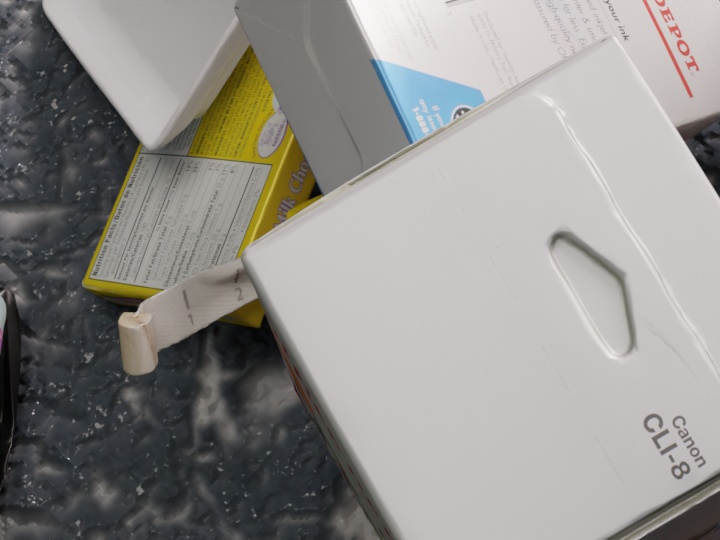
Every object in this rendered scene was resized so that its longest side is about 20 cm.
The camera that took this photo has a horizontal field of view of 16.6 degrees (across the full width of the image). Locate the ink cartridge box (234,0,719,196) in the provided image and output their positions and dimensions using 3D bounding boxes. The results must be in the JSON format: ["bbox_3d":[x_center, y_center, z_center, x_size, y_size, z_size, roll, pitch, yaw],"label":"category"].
[{"bbox_3d":[0.065,-0.087,0.961,0.199,0.068,0.116,-18,79,-36],"label":"ink cartridge box"}]

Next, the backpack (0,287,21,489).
[{"bbox_3d":[-0.219,0.054,0.991,0.166,0.127,0.201,3,56,23],"label":"backpack"}]

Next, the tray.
[{"bbox_3d":[-0.082,-0.126,1.073,0.108,0.022,0.200,-57,30,10],"label":"tray"}]

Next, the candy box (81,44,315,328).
[{"bbox_3d":[-0.044,-0.076,1.035,0.102,0.026,0.201,7,72,51],"label":"candy box"}]

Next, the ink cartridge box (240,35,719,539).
[{"bbox_3d":[0.061,0.041,0.845,0.144,0.200,0.146,-30,75,-4],"label":"ink cartridge box"}]

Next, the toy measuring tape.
[{"bbox_3d":[0.000,0.000,0.966,0.199,0.074,0.073,-27,49,-36],"label":"toy measuring tape"}]
